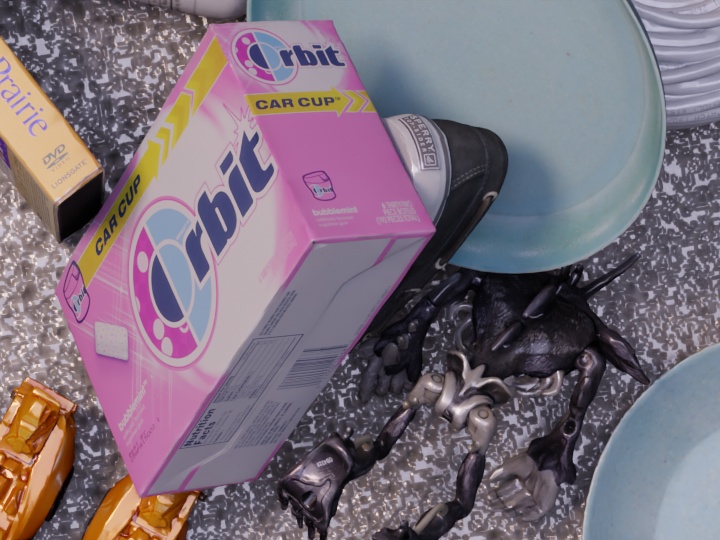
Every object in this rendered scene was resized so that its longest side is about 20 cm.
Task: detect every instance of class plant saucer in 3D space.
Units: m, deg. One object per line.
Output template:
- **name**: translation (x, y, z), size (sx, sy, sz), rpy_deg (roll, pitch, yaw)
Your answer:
- **plant saucer**: translation (0.044, -0.089, 1.210), size (0.200, 0.200, 0.027), rpy_deg (38, 46, 0)
- **plant saucer**: translation (0.199, 0.128, 1.306), size (0.199, 0.039, 0.203), rpy_deg (0, 87, -3)

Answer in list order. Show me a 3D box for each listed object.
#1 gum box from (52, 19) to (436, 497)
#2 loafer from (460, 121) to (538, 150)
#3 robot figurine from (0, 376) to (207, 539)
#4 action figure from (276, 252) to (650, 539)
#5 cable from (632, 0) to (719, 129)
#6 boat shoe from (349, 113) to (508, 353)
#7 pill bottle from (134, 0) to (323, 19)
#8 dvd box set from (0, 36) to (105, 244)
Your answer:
- **gum box**: translation (-0.057, 0.000, 1.218), size (0.066, 0.200, 0.114), rpy_deg (-5, 56, -35)
- **loafer**: translation (0.046, -0.141, 1.235), size (0.075, 0.068, 0.201), rpy_deg (-12, 99, 25)
- **robot figurine**: translation (-0.159, 0.159, 1.279), size (0.144, 0.058, 0.201), rpy_deg (27, 86, 0)
- **action figure**: translation (0.048, 0.061, 1.276), size (0.119, 0.102, 0.200), rpy_deg (41, 60, 8)
- **cable**: translation (0.143, -0.167, 1.305), size (0.200, 0.069, 0.200), rpy_deg (-43, 89, -2)
- **boat shoe**: translation (0.000, 0.000, 1.247), size (0.056, 0.200, 0.069), rpy_deg (-3, 61, -33)
- **pill bottle**: translation (-0.092, -0.178, 1.273), size (0.198, 0.113, 0.114), rpy_deg (12, 86, -2)
- **dvd box set**: translation (-0.185, -0.105, 1.249), size (0.029, 0.146, 0.200), rpy_deg (-38, 88, -8)
